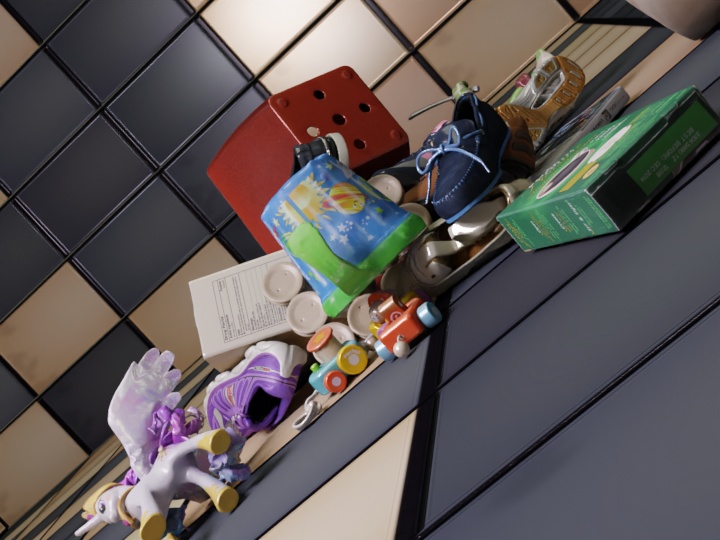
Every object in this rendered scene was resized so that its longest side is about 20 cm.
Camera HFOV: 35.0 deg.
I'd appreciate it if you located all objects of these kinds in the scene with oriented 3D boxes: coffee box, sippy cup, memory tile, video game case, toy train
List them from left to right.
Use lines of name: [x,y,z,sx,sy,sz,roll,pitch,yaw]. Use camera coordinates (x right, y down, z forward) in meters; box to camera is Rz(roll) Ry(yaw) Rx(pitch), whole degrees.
sippy cup: [-0.025,-0.043,1.160,0.140,0.130,0.178,-45,0,-17]
toy train: [-0.001,0.069,1.120,0.200,0.056,0.150,-39,6,27]
memory tile: [0.000,0.000,1.254,0.200,0.153,0.017,-41,-28,-4]
video game case: [0.200,-0.113,1.301,0.182,0.023,0.200,-47,6,-36]
coffee box: [0.193,-0.075,0.909,0.123,0.044,0.200,-43,5,-12]

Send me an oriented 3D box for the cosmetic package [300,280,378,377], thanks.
cosmetic package: [-0.075,0.060,1.415,0.200,0.081,0.113,-46,-23,-12]

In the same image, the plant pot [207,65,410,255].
plant pot: [-0.049,-0.141,1.459,0.200,0.200,0.176,-29,-17,-30]

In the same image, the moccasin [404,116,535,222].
moccasin: [0.114,-0.110,1.278,0.201,0.074,0.078,-38,41,51]

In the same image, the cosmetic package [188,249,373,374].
cosmetic package: [-0.087,0.037,1.313,0.200,0.105,0.071,-17,-26,7]

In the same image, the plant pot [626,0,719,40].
plant pot: [0.368,-0.354,1.239,0.174,0.200,0.200,-57,-1,23]

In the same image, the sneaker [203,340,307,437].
sneaker: [-0.128,0.153,1.295,0.200,0.081,0.084,128,155,-49]

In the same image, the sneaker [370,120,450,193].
sneaker: [0.088,-0.139,1.397,0.200,0.082,0.070,-13,-4,-34]

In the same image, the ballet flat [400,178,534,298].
ballet flat: [0.094,-0.032,1.123,0.062,0.068,0.200,-4,-27,-47]

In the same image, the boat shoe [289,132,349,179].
boat shoe: [-0.068,-0.075,1.307,0.066,0.075,0.199,-9,-31,-25]

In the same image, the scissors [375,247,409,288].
scissors: [0.013,0.032,1.584,0.200,0.014,0.073,-46,8,-22]

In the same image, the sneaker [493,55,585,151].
sneaker: [0.197,-0.171,1.387,0.200,0.076,0.088,-41,-12,-18]

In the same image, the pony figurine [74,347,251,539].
pony figurine: [-0.189,0.194,1.124,0.200,0.167,0.193,-5,42,56]

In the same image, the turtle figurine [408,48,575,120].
turtle figurine: [0.186,-0.214,1.577,0.194,0.144,0.200,-40,8,-13]

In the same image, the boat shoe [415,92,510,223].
boat shoe: [0.094,-0.113,1.124,0.084,0.069,0.200,-34,17,24]
